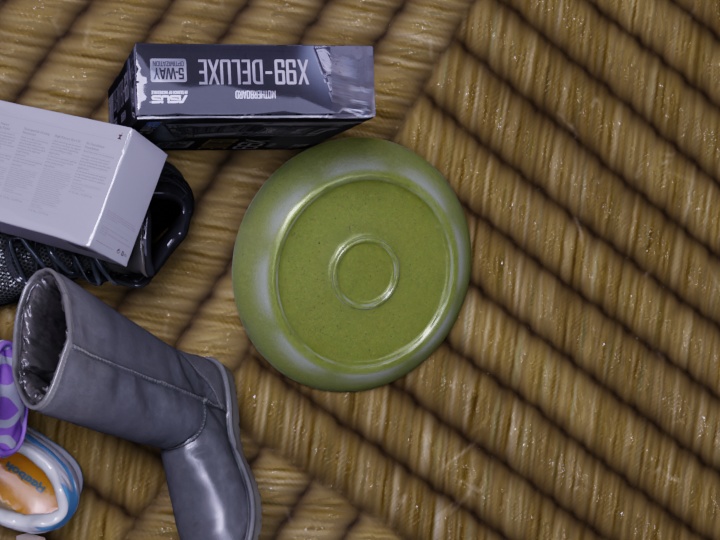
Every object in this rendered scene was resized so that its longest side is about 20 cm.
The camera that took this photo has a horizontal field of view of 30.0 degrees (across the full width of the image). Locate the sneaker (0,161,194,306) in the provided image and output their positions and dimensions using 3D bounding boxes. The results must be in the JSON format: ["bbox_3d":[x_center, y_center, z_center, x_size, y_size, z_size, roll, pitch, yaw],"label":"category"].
[{"bbox_3d":[-0.209,-0.020,0.949,0.197,0.114,0.077,-19,107,-12],"label":"sneaker"}]

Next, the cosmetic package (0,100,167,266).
[{"bbox_3d":[-0.232,-0.067,0.910,0.198,0.051,0.084,15,81,28],"label":"cosmetic package"}]

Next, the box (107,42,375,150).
[{"bbox_3d":[-0.090,-0.117,0.935,0.155,0.200,0.051,-2,90,-16],"label":"box"}]

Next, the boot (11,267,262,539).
[{"bbox_3d":[-0.150,0.108,0.916,0.072,0.200,0.184,-24,62,14],"label":"boot"}]

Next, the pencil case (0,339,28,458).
[{"bbox_3d":[-0.318,0.086,0.880,0.197,0.086,0.085,-4,76,4],"label":"pencil case"}]

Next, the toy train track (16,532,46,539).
[{"bbox_3d":[-0.320,0.213,0.958,0.197,0.115,0.033,-12,51,-4],"label":"toy train track"}]

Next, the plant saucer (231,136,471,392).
[{"bbox_3d":[0.000,0.000,1.034,0.197,0.031,0.203,-4,103,-18],"label":"plant saucer"}]

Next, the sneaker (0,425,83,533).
[{"bbox_3d":[-0.288,0.120,0.949,0.198,0.081,0.077,27,86,-10],"label":"sneaker"}]
